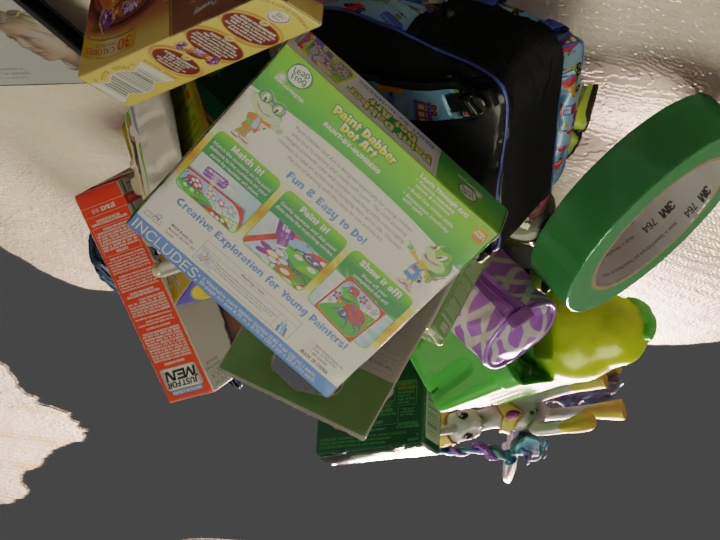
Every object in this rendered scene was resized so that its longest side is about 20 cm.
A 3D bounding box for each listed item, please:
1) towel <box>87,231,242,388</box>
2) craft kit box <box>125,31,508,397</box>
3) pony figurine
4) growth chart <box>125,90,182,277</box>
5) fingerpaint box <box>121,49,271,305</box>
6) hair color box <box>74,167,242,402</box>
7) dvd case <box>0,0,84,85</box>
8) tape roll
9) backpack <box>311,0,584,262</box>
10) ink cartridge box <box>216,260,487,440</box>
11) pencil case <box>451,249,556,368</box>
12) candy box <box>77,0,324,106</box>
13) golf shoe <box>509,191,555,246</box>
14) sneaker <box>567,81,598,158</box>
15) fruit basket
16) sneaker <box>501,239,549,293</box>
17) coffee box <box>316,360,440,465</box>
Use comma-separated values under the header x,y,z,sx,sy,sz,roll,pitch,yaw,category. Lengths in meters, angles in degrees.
x,y,z,sx,sy,sz,roll,pitch,yaw,category
-0.179,0.029,1.827,0.200,0.112,0.049,38,99,-22,towel
-0.033,-0.038,1.345,0.200,0.049,0.197,42,122,-8,craft kit box
0.169,0.137,1.935,0.199,0.167,0.193,-14,-179,17,pony figurine
-0.158,-0.092,1.485,0.018,0.201,0.145,-11,-174,-24,growth chart
-0.115,-0.086,1.506,0.073,0.168,0.200,-11,163,-23,fingerpaint box
-0.156,0.000,1.660,0.064,0.201,0.111,-15,-167,40,hair color box
-0.296,-0.195,1.461,0.142,0.018,0.200,3,158,31,dvd case
0.226,-0.053,1.522,0.200,0.048,0.201,-36,160,-15,tape roll
0.048,-0.129,1.406,0.199,0.135,0.183,26,139,26,backpack
-0.001,0.024,1.475,0.145,0.201,0.048,23,168,26,ink cartridge box
0.076,-0.012,1.567,0.084,0.200,0.086,-34,156,-19,pencil case
-0.108,-0.200,1.314,0.199,0.117,0.056,-17,148,42,candy box
0.068,-0.078,1.529,0.200,0.073,0.092,33,161,25,golf shoe
0.128,-0.115,1.548,0.081,0.074,0.200,27,154,-4,sneaker
0.164,0.049,1.753,0.215,0.156,0.216,-27,166,-7,fruit basket
0.135,-0.014,1.662,0.071,0.083,0.200,-3,-175,1,sneaker
0.022,0.085,1.849,0.122,0.201,0.044,-10,156,27,coffee box
